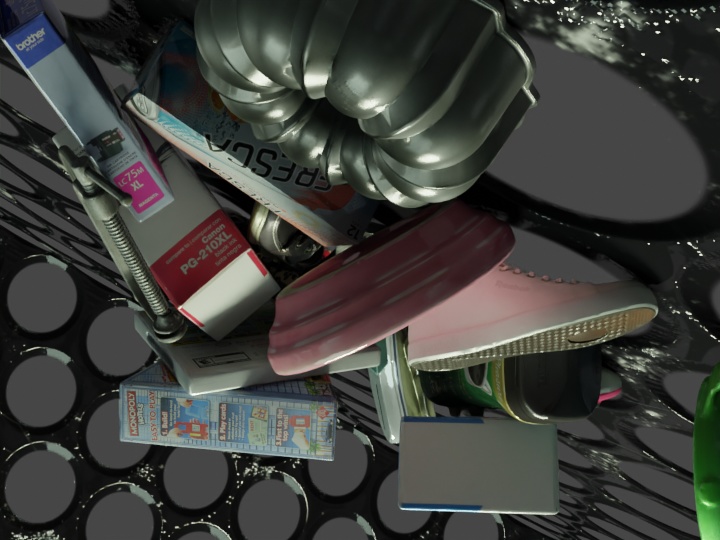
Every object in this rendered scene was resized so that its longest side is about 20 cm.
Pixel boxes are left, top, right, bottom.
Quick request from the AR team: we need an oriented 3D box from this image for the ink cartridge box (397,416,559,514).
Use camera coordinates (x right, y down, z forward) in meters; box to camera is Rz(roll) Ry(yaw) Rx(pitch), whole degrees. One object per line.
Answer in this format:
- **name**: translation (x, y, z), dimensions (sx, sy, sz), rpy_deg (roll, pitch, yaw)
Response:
- **ink cartridge box**: translation (0.115, 0.187, 0.929), dimensions (0.141, 0.086, 0.200), rpy_deg (0, 170, 7)

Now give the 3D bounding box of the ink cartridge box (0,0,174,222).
- **ink cartridge box**: translation (-0.213, -0.142, 0.703), dimensions (0.201, 0.042, 0.120), rpy_deg (57, 178, -37)

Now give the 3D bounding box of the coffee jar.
- **coffee jar**: translation (0.129, 0.076, 0.839), dimensions (0.084, 0.107, 0.199), rpy_deg (2, 178, -23)

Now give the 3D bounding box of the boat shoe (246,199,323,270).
- **boat shoe**: translation (-0.062, -0.042, 0.880), dimensions (0.064, 0.073, 0.200), rpy_deg (20, 169, 3)

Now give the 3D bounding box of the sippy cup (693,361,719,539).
- **sippy cup**: translation (0.308, 0.140, 0.657), dimensions (0.128, 0.143, 0.177), rpy_deg (-6, 153, 31)

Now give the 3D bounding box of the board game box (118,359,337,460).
- **board game box**: translation (-0.133, 0.115, 0.935), dimensions (0.195, 0.063, 0.200), rpy_deg (1, -163, -11)

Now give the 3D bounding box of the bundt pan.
- **bundt pan**: translation (-0.008, -0.103, 0.519), dimensions (0.199, 0.077, 0.202), rpy_deg (27, 168, 6)

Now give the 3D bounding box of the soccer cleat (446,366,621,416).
- **soccer cleat**: translation (0.159, 0.098, 0.950), dimensions (0.197, 0.088, 0.069), rpy_deg (-8, -178, 35)

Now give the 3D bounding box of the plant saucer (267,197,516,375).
- **plant saucer**: translation (0.014, 0.004, 0.686), dimensions (0.052, 0.198, 0.200), rpy_deg (61, 162, -5)

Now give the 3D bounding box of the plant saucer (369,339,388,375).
- **plant saucer**: translation (-0.012, 0.046, 1.030), dimensions (0.019, 0.071, 0.200), rpy_deg (-11, -162, -16)

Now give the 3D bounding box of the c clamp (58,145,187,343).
- **c clamp**: translation (-0.183, -0.015, 0.735), dimensions (0.170, 0.027, 0.202), rpy_deg (40, 157, 42)

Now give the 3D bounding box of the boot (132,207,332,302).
- **boot**: translation (-0.129, -0.002, 0.998), dimensions (0.148, 0.075, 0.200), rpy_deg (19, -157, 19)

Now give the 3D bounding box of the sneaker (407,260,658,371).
- **sneaker**: translation (0.120, 0.018, 0.717), dimensions (0.196, 0.087, 0.073), rpy_deg (-12, 158, 28)

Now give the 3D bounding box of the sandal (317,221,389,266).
- **sandal**: translation (0.000, 0.000, 0.897), dimensions (0.074, 0.046, 0.200), rpy_deg (16, 161, -9)

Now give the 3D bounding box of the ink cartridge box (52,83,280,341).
- **ink cartridge box**: translation (-0.173, -0.050, 0.870), dimensions (0.201, 0.084, 0.145), rpy_deg (51, 175, 15)

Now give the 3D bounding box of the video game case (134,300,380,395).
- **video game case**: translation (-0.106, 0.068, 0.952), dimensions (0.196, 0.023, 0.181), rpy_deg (-6, -161, -28)

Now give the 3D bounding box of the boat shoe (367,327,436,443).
- **boat shoe**: translation (0.039, 0.090, 1.039), dimensions (0.072, 0.061, 0.204), rpy_deg (-138, 36, -64)

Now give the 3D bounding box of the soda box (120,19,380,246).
- **soda box**: translation (-0.075, -0.095, 0.710), dimensions (0.198, 0.064, 0.068), rpy_deg (33, 166, -22)
